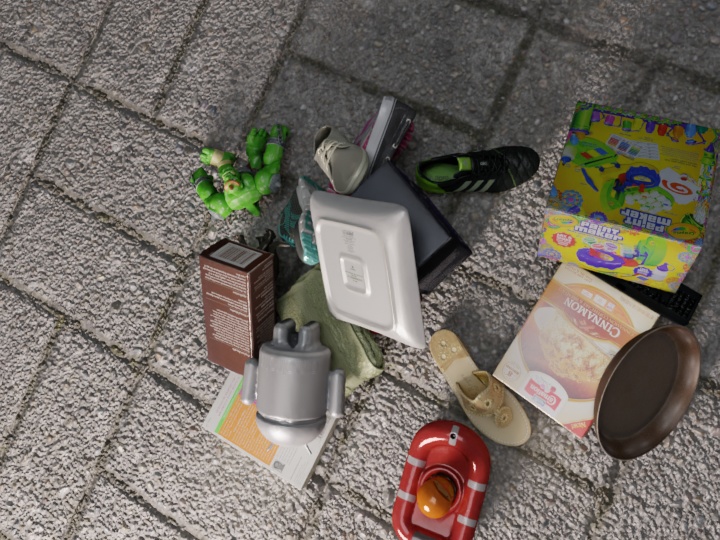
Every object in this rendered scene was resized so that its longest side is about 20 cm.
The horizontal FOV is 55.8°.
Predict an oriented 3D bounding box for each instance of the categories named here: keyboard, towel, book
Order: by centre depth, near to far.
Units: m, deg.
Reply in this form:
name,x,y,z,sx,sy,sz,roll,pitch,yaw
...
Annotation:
name,x,y,z,sx,sy,sz,roll,pitch,yaw
keyboard,0.395,-0.010,0.976,0.198,0.040,0.104,34,50,18
towel,-0.054,0.102,1.090,0.148,0.036,0.203,-41,75,36
book,-0.146,0.246,1.123,0.197,0.048,0.136,28,88,16

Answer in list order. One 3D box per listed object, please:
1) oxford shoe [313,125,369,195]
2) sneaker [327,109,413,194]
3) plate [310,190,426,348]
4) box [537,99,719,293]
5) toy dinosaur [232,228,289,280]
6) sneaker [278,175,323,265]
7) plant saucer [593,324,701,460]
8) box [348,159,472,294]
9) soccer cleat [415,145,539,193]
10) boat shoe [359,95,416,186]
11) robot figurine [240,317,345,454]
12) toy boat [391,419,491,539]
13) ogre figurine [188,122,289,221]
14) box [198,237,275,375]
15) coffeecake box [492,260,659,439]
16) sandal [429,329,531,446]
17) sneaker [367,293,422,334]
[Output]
name,x,y,z,sx,sy,sz,roll,pitch,yaw
oxford shoe,-0.035,-0.168,1.019,0.057,0.201,0.076,30,105,-25
sneaker,0.019,-0.185,1.114,0.081,0.089,0.201,35,115,-12
plate,0.000,0.000,0.936,0.197,0.032,0.205,17,123,47
box,0.370,-0.105,0.948,0.195,0.123,0.196,17,64,16
toy dinosaur,-0.165,-0.011,1.127,0.197,0.076,0.105,-7,83,40
sneaker,-0.092,-0.063,1.095,0.077,0.202,0.091,33,117,-26
plant saucer,0.388,0.163,0.933,0.203,0.198,0.032,-58,36,2
box,0.072,-0.056,1.014,0.104,0.200,0.149,-41,76,10
soccer cleat,0.181,-0.157,1.059,0.194,0.081,0.070,-7,82,13
boat shoe,0.033,-0.161,1.041,0.065,0.070,0.204,18,110,-3
robot figurine,-0.103,0.179,1.041,0.165,0.113,0.206,5,95,14
toy boat,0.115,0.324,0.996,0.127,0.131,0.205,15,88,16
ogre figurine,-0.202,-0.163,1.163,0.195,0.099,0.122,-15,61,-2
box,-0.191,0.062,1.078,0.098,0.075,0.205,18,122,22
coffeecake box,0.311,0.113,0.988,0.152,0.073,0.203,33,93,24
sandal,0.173,0.181,1.028,0.077,0.069,0.213,-40,75,10
sneaker,-0.005,0.026,1.093,0.199,0.078,0.117,41,102,26
